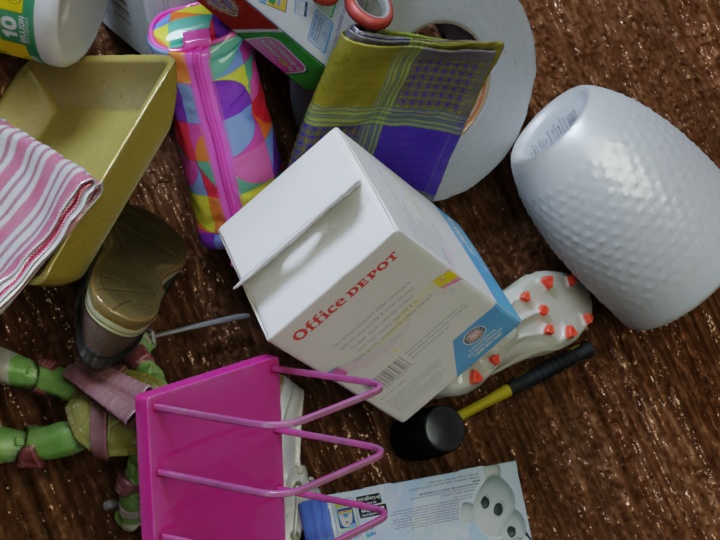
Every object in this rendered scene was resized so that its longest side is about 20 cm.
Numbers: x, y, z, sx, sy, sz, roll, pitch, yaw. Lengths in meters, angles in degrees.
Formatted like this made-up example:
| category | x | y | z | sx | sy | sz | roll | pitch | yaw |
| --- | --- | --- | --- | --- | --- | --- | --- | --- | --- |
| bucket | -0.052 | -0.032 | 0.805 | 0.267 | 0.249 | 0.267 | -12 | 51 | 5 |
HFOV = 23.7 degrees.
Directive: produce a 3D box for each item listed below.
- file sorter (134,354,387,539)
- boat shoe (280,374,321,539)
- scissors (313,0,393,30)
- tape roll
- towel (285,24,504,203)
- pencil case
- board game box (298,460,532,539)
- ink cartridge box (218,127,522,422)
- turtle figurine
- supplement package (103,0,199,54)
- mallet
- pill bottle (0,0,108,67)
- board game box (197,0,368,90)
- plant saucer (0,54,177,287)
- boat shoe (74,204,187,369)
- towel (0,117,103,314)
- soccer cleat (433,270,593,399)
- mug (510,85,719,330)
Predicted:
| category | x | y | z | sx | sy | sz | roll | pitch | yaw |
| --- | --- | --- | --- | --- | --- | --- | --- | --- | --- |
| file sorter | -0.060 | 0.176 | 1.192 | 0.139 | 0.125 | 0.201 | -15 | 108 | -52 |
| boat shoe | -0.062 | 0.183 | 1.336 | 0.069 | 0.071 | 0.201 | 12 | 84 | -15 |
| scissors | 0.016 | -0.239 | 1.294 | 0.073 | 0.014 | 0.200 | 32 | 41 | -1 |
| tape roll | 0.044 | -0.157 | 1.392 | 0.200 | 0.066 | 0.201 | -12 | 114 | -28 |
| towel | 0.017 | -0.101 | 1.314 | 0.143 | 0.200 | 0.023 | 2 | 40 | -32 |
| pencil case | -0.105 | -0.108 | 1.324 | 0.088 | 0.088 | 0.200 | -27 | 125 | -21 |
| board game box | 0.059 | 0.261 | 1.337 | 0.200 | 0.043 | 0.200 | -4 | 78 | -39 |
| ink cartridge box | 0.000 | 0.000 | 1.293 | 0.128 | 0.125 | 0.200 | -40 | 137 | 13 |
| turtle figurine | -0.194 | 0.117 | 1.304 | 0.193 | 0.200 | 0.144 | 5 | 105 | 6 |
| supplement package | -0.106 | -0.262 | 1.370 | 0.200 | 0.117 | 0.117 | -22 | 124 | -21 |
| mallet | 0.119 | 0.101 | 1.412 | 0.200 | 0.066 | 0.041 | -25 | 89 | -21 |
| pill bottle | -0.300 | -0.230 | 1.301 | 0.199 | 0.113 | 0.113 | 15 | 73 | 10 |
| board game box | -0.067 | -0.248 | 1.250 | 0.200 | 0.040 | 0.153 | 36 | 61 | -42 |
| plant saucer | -0.231 | -0.069 | 1.289 | 0.048 | 0.200 | 0.200 | 44 | 66 | -37 |
| boat shoe | -0.181 | 0.009 | 1.291 | 0.073 | 0.200 | 0.065 | 34 | 109 | -7 |
| towel | -0.275 | -0.037 | 1.241 | 0.146 | 0.200 | 0.030 | -51 | 128 | -7 |
| soccer cleat | 0.115 | 0.052 | 1.424 | 0.200 | 0.077 | 0.069 | -25 | 92 | -41 |
| mug | 0.217 | -0.076 | 1.439 | 0.175 | 0.148 | 0.200 | 43 | 28 | -18 |
